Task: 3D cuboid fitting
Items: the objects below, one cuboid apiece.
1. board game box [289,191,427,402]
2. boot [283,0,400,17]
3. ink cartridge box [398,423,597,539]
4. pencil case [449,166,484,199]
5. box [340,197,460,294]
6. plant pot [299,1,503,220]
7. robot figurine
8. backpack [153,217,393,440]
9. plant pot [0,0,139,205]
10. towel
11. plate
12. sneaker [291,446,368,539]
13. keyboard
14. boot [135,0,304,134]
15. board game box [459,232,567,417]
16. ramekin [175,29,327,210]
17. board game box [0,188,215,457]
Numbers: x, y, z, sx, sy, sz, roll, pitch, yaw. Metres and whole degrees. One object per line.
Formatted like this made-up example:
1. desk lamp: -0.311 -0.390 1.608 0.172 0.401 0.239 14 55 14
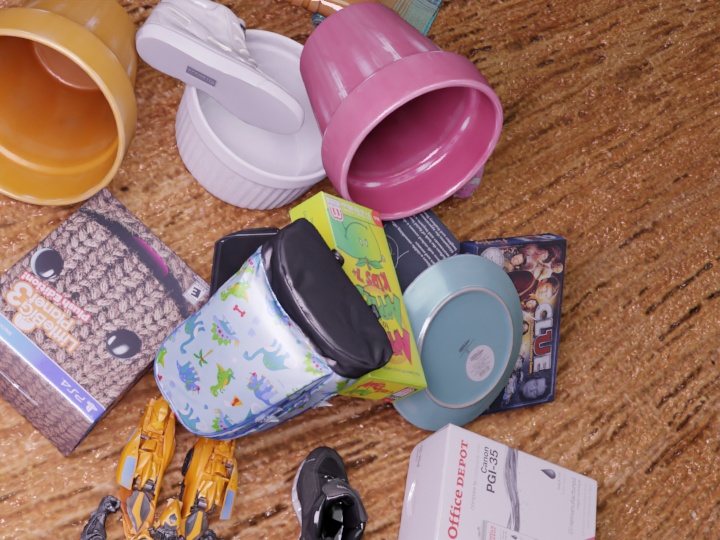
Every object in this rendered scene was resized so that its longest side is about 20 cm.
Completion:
1. board game box: -0.003 0.028 1.225 0.101 0.047 0.201 17 52 -53
2. boot: -0.037 -0.333 1.526 0.154 0.074 0.201 9 45 -27
3. ink cartridge box: 0.151 0.274 1.313 0.199 0.083 0.147 23 55 -18
4. pencil case: 0.057 -0.138 1.494 0.199 0.087 0.083 5 30 -28
5. box: 0.000 0.000 1.365 0.149 0.107 0.200 49 50 3
6. plant pot: 0.027 -0.185 1.310 0.199 0.201 0.179 -10 52 -33
7. robot figurine: -0.185 0.229 1.160 0.144 0.058 0.201 21 55 -17
8. backpack: -0.098 0.075 1.143 0.153 0.200 0.164 -29 86 -49
9. plant pot: -0.315 -0.201 1.257 0.199 0.200 0.184 29 38 -12
10. towel: 0.027 -0.353 1.634 0.146 0.022 0.201 34 52 -10
11. plate: 0.110 0.083 1.325 0.199 0.026 0.202 -10 107 -34
12. sneaker: -0.027 0.236 1.199 0.066 0.091 0.200 29 31 -14
13. keyboard: -0.102 0.051 1.247 0.126 0.201 0.021 -3 24 -29
14. boot: -0.136 -0.232 1.304 0.199 0.074 0.096 30 58 -12
15. board game box: 0.172 0.062 1.402 0.135 0.035 0.202 -7 106 -32
16. ramekin: -0.118 -0.165 1.391 0.199 0.105 0.201 14 57 -23
17. board game box: -0.271 0.048 1.188 0.159 0.097 0.200 42 51 -3
